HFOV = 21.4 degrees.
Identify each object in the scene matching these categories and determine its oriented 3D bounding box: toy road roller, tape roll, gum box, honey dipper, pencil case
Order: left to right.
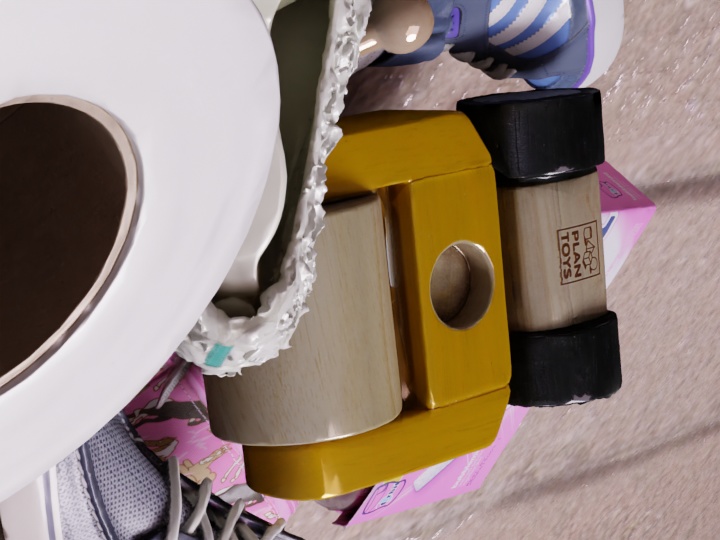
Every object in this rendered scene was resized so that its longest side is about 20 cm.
[{"bbox_3d":[-0.139,-0.040,0.510,0.202,0.139,0.204,-33,150,-22],"label":"tape roll"},{"bbox_3d":[-0.082,0.050,0.760,0.082,0.087,0.200,-27,150,-1],"label":"pencil case"},{"bbox_3d":[-0.068,-0.051,0.642,0.198,0.038,0.038,-25,150,-3],"label":"honey dipper"},{"bbox_3d":[0.000,0.000,0.738,0.199,0.145,0.124,-14,103,-40],"label":"toy road roller"},{"bbox_3d":[0.046,0.032,0.939,0.113,0.066,0.201,-8,134,-51],"label":"gum box"}]

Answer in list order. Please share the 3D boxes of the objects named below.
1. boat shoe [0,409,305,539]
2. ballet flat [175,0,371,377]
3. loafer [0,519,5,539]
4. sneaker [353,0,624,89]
[{"bbox_3d":[-0.062,0.090,0.659,0.092,0.075,0.201,-1,143,6],"label":"boat shoe"},{"bbox_3d":[-0.030,-0.067,0.597,0.072,0.071,0.202,8,85,-57],"label":"ballet flat"},{"bbox_3d":[-0.134,0.118,0.683,0.073,0.071,0.202,-44,149,-50],"label":"loafer"},{"bbox_3d":[0.022,-0.108,0.729,0.145,0.081,0.200,-28,157,-8],"label":"sneaker"}]
